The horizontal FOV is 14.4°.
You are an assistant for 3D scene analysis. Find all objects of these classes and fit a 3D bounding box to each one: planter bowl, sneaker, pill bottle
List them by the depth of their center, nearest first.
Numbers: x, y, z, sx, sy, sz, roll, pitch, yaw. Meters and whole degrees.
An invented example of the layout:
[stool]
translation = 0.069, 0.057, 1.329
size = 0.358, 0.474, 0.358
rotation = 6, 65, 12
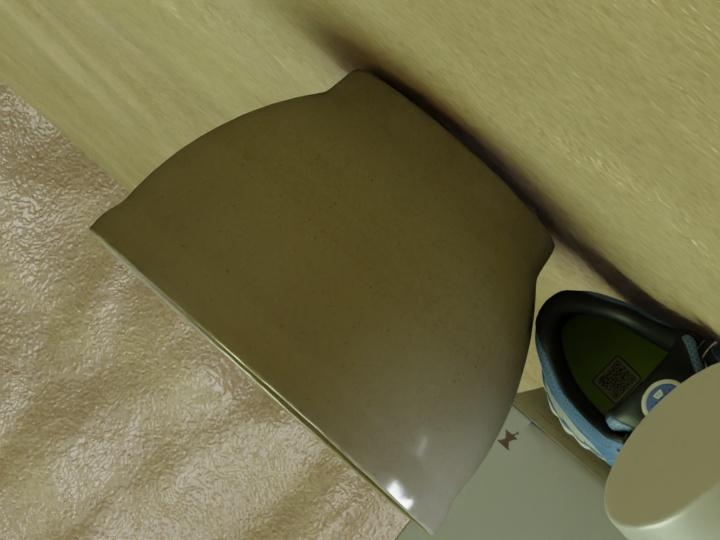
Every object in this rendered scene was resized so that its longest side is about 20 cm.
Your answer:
[pill bottle]
translation = 0.187, 0.128, 1.088
size = 0.200, 0.112, 0.111
rotation = 43, 174, -20
[sneaker]
translation = 0.142, 0.078, 1.199
size = 0.200, 0.079, 0.089
rotation = 38, 177, 28
[planter bowl]
translation = 0.000, 0.000, 1.246
size = 0.200, 0.135, 0.200
rotation = 42, 176, 3

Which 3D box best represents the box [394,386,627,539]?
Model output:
[box]
translation = 0.123, 0.151, 1.567
size = 0.152, 0.107, 0.200
rotation = 40, -170, 11
